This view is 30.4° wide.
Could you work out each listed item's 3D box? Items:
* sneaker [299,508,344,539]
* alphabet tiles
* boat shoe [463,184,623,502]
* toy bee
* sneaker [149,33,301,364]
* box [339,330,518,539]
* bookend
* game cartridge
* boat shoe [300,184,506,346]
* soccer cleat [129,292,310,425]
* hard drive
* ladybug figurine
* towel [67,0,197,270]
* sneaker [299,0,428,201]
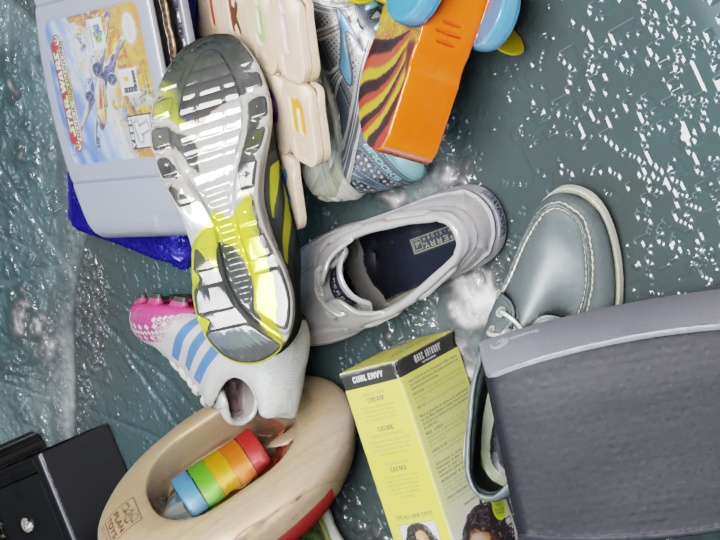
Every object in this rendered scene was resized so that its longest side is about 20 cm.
[{"bbox_3d":[-0.055,0.206,0.923,0.200,0.088,0.078,41,119,34],"label":"sneaker"},{"bbox_3d":[-0.069,-0.132,0.832,0.200,0.014,0.199,32,134,59],"label":"alphabet tiles"},{"bbox_3d":[0.105,0.049,0.798,0.072,0.061,0.203,23,114,29],"label":"boat shoe"},{"bbox_3d":[0.050,-0.167,0.756,0.200,0.130,0.109,-48,33,8],"label":"toy bee"},{"bbox_3d":[-0.078,-0.040,0.802,0.073,0.085,0.203,-8,80,6],"label":"sneaker"},{"bbox_3d":[0.054,0.147,0.854,0.050,0.075,0.203,-17,94,38],"label":"box"},{"bbox_3d":[-0.194,0.208,1.025,0.198,0.092,0.201,-22,89,35],"label":"bookend"},{"bbox_3d":[-0.154,-0.121,0.857,0.132,0.041,0.203,-2,103,41],"label":"game cartridge"},{"bbox_3d":[0.000,0.000,0.854,0.199,0.065,0.074,-31,85,36],"label":"boat shoe"},{"bbox_3d":[-0.104,0.059,0.907,0.199,0.069,0.088,1,91,55],"label":"soccer cleat"},{"bbox_3d":[0.171,0.086,0.741,0.197,0.042,0.137,-10,98,16],"label":"hard drive"},{"bbox_3d":[-0.086,0.152,0.902,0.136,0.198,0.072,50,168,53],"label":"ladybug figurine"},{"bbox_3d":[-0.164,-0.111,0.924,0.147,0.049,0.203,19,117,48],"label":"towel"},{"bbox_3d":[0.002,-0.145,0.822,0.085,0.078,0.203,-2,108,22],"label":"sneaker"}]
